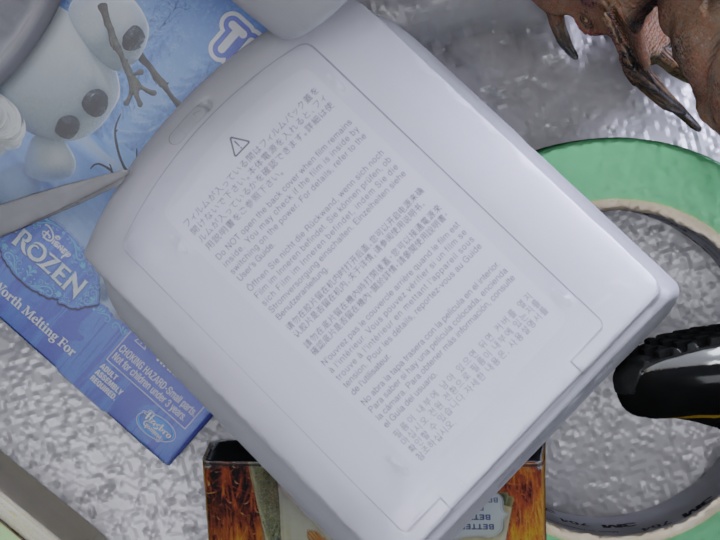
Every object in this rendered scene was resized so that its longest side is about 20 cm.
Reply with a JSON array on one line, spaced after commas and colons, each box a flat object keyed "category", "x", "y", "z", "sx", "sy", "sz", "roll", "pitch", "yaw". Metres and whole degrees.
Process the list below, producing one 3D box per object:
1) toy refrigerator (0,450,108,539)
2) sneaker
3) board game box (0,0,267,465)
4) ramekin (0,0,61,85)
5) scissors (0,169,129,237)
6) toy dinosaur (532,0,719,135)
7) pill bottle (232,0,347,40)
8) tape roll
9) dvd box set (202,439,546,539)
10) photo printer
[{"category": "toy refrigerator", "x": -0.202, "y": 0.177, "z": 0.834, "sx": 0.076, "sy": 0.070, "sz": 0.200, "roll": 39, "pitch": 91, "yaw": -2}, {"category": "sneaker", "x": 0.200, "y": 0.066, "z": 0.788, "sx": 0.198, "sy": 0.070, "sz": 0.091, "roll": -2, "pitch": 90, "yaw": -15}, {"category": "board game box", "x": -0.092, "y": -0.056, "z": 0.838, "sx": 0.200, "sy": 0.043, "sz": 0.199, "roll": 41, "pitch": 91, "yaw": -2}, {"category": "ramekin", "x": -0.220, "y": -0.157, "z": 0.781, "sx": 0.200, "sy": 0.094, "sz": 0.204, "roll": -1, "pitch": 83, "yaw": 10}, {"category": "scissors", "x": -0.182, "y": -0.015, "z": 0.807, "sx": 0.199, "sy": 0.014, "sz": 0.073, "roll": -34, "pitch": 97, "yaw": 32}, {"category": "toy dinosaur", "x": 0.155, "y": -0.087, "z": 0.786, "sx": 0.085, "sy": 0.136, "sz": 0.201, "roll": -2, "pitch": 51, "yaw": -30}, {"category": "pill bottle", "x": -0.073, "y": -0.186, "z": 0.718, "sx": 0.200, "sy": 0.113, "sz": 0.113, "roll": 39, "pitch": 91, "yaw": -19}, {"category": "tape roll", "x": 0.108, "y": 0.043, "z": 0.846, "sx": 0.198, "sy": 0.048, "sz": 0.202, "roll": 0, "pitch": 93, "yaw": -1}, {"category": "dvd box set", "x": 0.010, "y": 0.171, "z": 0.828, "sx": 0.145, "sy": 0.029, "sz": 0.202, "roll": 0, "pitch": 106, "yaw": 7}, {"category": "photo printer", "x": 0.000, "y": 0.000, "z": 0.769, "sx": 0.200, "sy": 0.069, "sz": 0.166, "roll": 43, "pitch": 87, "yaw": 13}]
